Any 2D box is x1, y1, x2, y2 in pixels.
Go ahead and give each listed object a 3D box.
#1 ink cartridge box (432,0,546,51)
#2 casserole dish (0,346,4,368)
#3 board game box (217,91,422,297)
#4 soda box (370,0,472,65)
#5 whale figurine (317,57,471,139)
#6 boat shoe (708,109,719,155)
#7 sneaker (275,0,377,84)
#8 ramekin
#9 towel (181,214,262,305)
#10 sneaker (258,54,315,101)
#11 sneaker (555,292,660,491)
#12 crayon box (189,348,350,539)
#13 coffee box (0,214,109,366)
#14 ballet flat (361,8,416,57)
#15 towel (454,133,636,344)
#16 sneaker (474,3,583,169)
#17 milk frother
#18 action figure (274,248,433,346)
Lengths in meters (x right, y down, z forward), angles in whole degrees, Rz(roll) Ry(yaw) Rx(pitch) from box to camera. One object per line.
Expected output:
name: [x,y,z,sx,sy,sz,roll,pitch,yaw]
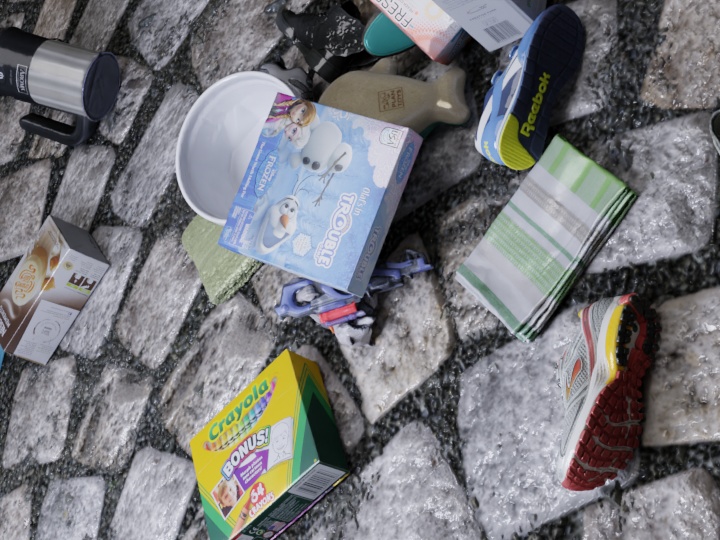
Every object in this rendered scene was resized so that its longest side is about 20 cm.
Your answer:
ink cartridge box: [0.141,-0.392,1.590,0.084,0.175,0.201,-15,51,43]
casserole dish: [-0.646,0.152,2.304,0.121,0.039,0.201,-12,62,43]
board game box: [-0.050,-0.093,1.621,0.198,0.043,0.201,19,85,31]
soda box: [0.052,-0.340,1.669,0.200,0.064,0.068,45,105,13]
whale figurine: [0.044,-0.185,1.692,0.199,0.104,0.160,-14,64,16]
boat shoe: [0.387,-0.080,1.270,0.071,0.064,0.200,-50,42,17]
sneaker: [-0.038,-0.326,1.868,0.104,0.060,0.200,-48,45,14]
ramekin: [-0.130,-0.146,1.770,0.199,0.105,0.202,-7,75,28]
towel: [-0.160,-0.062,1.874,0.200,0.036,0.149,-47,50,21]
sneaker: [-0.137,-0.238,1.922,0.199,0.078,0.141,-7,64,35]
sneaker: [0.231,0.120,1.342,0.082,0.078,0.201,-5,58,50]
crayon box: [-0.116,0.226,1.670,0.200,0.058,0.173,-43,45,24]
coffee box: [-0.494,0.032,2.164,0.201,0.080,0.114,-56,40,11]
ballet flat: [0.088,-0.341,1.731,0.200,0.068,0.068,-36,13,16]
towel: [0.193,-0.038,1.488,0.201,0.031,0.149,-56,41,11]
sneaker: [0.185,-0.210,1.551,0.082,0.074,0.201,9,71,62]
milk frother: [-0.489,-0.331,2.312,0.187,0.181,0.200,17,49,16]
action figure: [0.000,0.000,1.658,0.199,0.105,0.195,-10,69,16]
